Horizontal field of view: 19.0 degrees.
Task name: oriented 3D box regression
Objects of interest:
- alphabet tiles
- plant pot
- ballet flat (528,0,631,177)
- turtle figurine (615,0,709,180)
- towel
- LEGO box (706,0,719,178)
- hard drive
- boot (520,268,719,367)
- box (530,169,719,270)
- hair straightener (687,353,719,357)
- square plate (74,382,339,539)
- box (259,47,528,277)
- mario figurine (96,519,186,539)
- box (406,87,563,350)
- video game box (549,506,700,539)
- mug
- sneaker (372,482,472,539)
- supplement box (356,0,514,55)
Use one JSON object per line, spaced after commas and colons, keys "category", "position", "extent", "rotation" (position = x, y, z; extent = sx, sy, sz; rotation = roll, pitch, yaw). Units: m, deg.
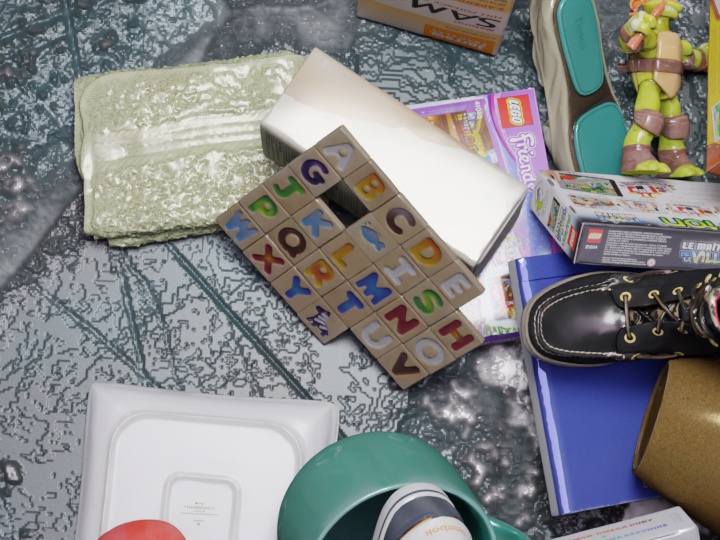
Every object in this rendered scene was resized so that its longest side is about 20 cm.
{"category": "alphabet tiles", "position": [0.000, 0.000, 1.662], "extent": [0.200, 0.167, 0.008], "rotation": [49, 44, -8]}
{"category": "plant pot", "position": [0.314, 0.141, 1.629], "extent": [0.200, 0.186, 0.187], "rotation": [17, 77, 3]}
{"category": "ballet flat", "position": [0.173, -0.137, 1.739], "extent": [0.069, 0.069, 0.200], "rotation": [-12, 104, -5]}
{"category": "turtle figurine", "position": [0.234, -0.156, 1.715], "extent": [0.064, 0.200, 0.162], "rotation": [0, 87, 30]}
{"category": "towel", "position": [-0.130, -0.100, 1.737], "extent": [0.200, 0.036, 0.149], "rotation": [-7, 79, -4]}
{"category": "LEGO box", "position": [0.351, -0.142, 1.686], "extent": [0.149, 0.077, 0.200], "rotation": [25, 52, -25]}
{"category": "hard drive", "position": [0.194, 0.083, 1.687], "extent": [0.132, 0.025, 0.200], "rotation": [-7, 84, -23]}
{"category": "boot", "position": [0.233, 0.032, 1.582], "extent": [0.200, 0.151, 0.073], "rotation": [0, 86, -18]}
{"category": "box", "position": [0.244, -0.037, 1.681], "extent": [0.200, 0.110, 0.035], "rotation": [4, 114, -16]}
{"category": "hair straightener", "position": [0.271, 0.033, 1.696], "extent": [0.200, 0.041, 0.077], "rotation": [1, 85, -17]}
{"category": "square plate", "position": [-0.123, 0.190, 1.677], "extent": [0.200, 0.028, 0.198], "rotation": [5, 77, -1]}
{"category": "box", "position": [0.025, -0.077, 1.671], "extent": [0.200, 0.095, 0.078], "rotation": [34, 79, 5]}
{"category": "mario figurine", "position": [-0.192, 0.269, 1.623], "extent": [0.123, 0.106, 0.200], "rotation": [29, 106, -30]}
{"category": "box", "position": [0.089, -0.039, 1.731], "extent": [0.137, 0.039, 0.200], "rotation": [-8, 78, -4]}
{"category": "video game box", "position": [0.172, 0.292, 1.609], "extent": [0.182, 0.047, 0.200], "rotation": [-14, 110, -10]}
{"category": "mug", "position": [0.024, 0.207, 1.629], "extent": [0.152, 0.114, 0.185], "rotation": [-45, 120, 4]}
{"category": "sneaker", "position": [0.032, 0.258, 1.545], "extent": [0.078, 0.079, 0.200], "rotation": [1, 115, -21]}
{"category": "supplement box", "position": [0.069, -0.252, 1.695], "extent": [0.126, 0.200, 0.074], "rotation": [16, 74, 2]}
